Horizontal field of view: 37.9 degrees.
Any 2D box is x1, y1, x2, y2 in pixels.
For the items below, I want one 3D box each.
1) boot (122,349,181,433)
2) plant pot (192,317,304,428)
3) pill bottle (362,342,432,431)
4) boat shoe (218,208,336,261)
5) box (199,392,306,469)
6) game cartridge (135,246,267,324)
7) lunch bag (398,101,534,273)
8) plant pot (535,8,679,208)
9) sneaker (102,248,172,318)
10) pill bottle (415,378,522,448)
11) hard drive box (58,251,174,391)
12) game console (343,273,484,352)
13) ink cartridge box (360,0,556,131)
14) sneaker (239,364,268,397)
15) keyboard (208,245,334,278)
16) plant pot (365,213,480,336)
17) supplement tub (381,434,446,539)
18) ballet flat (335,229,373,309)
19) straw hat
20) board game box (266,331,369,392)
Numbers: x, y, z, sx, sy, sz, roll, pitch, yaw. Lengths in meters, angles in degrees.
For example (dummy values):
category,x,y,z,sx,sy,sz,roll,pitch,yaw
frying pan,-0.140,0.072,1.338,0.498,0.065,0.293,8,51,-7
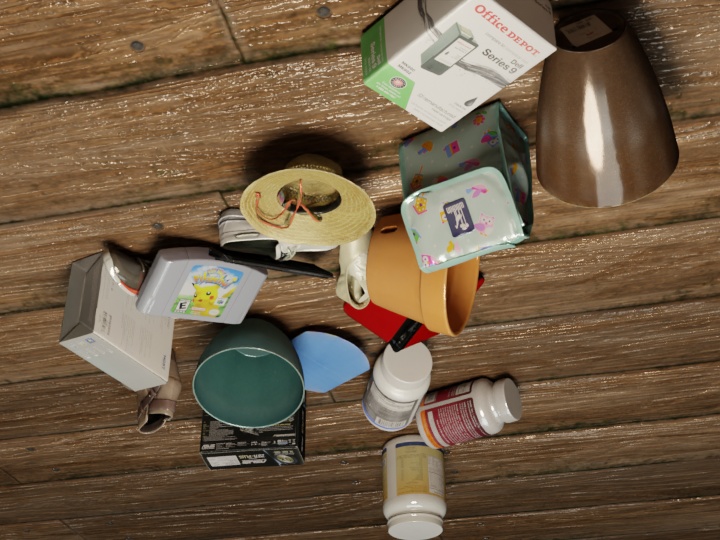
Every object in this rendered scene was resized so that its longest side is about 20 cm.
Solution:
category,x,y,z,sx,sy,sz,roll,pitch,yaw
boot,-0.408,0.242,2.012,0.070,0.148,0.200,19,143,-30
plant pot,-0.196,0.165,1.889,0.197,0.136,0.202,0,130,0
pill bottle,0.072,0.217,2.012,0.112,0.115,0.201,5,146,-8
boat shoe,-0.127,-0.044,1.649,0.197,0.068,0.074,5,147,-9
box,-0.212,0.300,2.088,0.197,0.166,0.087,-5,147,5
game cartridge,-0.255,0.024,1.722,0.198,0.041,0.134,8,124,-35
lunch bag,0.147,-0.105,1.438,0.169,0.202,0.122,-18,144,27
plant pot,0.297,-0.216,1.315,0.184,0.188,0.201,-9,132,13
sneaker,-0.341,0.004,1.738,0.082,0.077,0.200,-39,139,13
pill bottle,0.219,0.284,2.116,0.198,0.114,0.113,-19,143,28
hard drive box,-0.405,0.089,1.770,0.076,0.158,0.200,-16,143,23
game console,0.092,0.042,1.832,0.171,0.120,0.200,-20,159,-31
ink cartridge box,0.117,-0.278,1.277,0.145,0.085,0.199,25,139,-34
sneaker,-0.198,0.209,1.992,0.198,0.075,0.082,29,165,-15
keyboard,-0.152,-0.013,1.676,0.198,0.021,0.127,11,-172,-34
plant pot,0.094,-0.007,1.612,0.138,0.202,0.201,6,150,19
supplement tub,0.119,0.484,2.341,0.142,0.202,0.145,0,148,0
ballet flat,0.000,0.000,1.714,0.068,0.070,0.201,2,148,-3
straw hat,-0.072,-0.121,1.516,0.198,0.086,0.202,5,147,3
board game box,-0.081,0.160,1.991,0.157,0.039,0.199,34,134,-28
